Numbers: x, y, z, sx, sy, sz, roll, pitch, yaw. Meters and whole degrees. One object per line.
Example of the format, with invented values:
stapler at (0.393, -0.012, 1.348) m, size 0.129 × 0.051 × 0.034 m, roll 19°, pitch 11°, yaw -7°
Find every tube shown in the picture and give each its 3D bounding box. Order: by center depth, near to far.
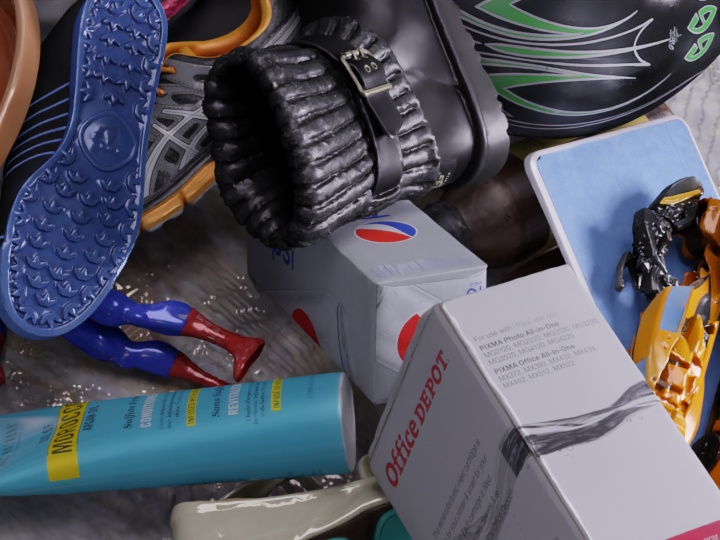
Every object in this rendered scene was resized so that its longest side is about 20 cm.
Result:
tube at (-0.103, 0.086, 1.510) m, size 0.198 × 0.051 × 0.078 m, roll -6°, pitch 20°, yaw 7°

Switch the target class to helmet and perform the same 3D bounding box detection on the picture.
helmet at (0.100, -0.166, 1.651) m, size 0.190 × 0.201 × 0.200 m, roll -18°, pitch 57°, yaw -28°

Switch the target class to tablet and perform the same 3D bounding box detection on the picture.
tablet at (0.170, 0.017, 1.624) m, size 0.130 × 0.014 × 0.201 m, roll -16°, pitch 79°, yaw -40°

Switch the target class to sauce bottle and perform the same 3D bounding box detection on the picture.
sauce bottle at (0.092, -0.041, 1.682) m, size 0.199 × 0.065 × 0.065 m, roll -23°, pitch 60°, yaw -28°

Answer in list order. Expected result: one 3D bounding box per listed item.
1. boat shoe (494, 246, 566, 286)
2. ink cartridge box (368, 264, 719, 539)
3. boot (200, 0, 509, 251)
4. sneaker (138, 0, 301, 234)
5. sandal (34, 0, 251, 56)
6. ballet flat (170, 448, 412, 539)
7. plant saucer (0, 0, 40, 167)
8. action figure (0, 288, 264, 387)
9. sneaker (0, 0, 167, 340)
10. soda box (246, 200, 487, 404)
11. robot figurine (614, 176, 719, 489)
boat shoe at (0.096, 0.048, 1.617) m, size 0.202 × 0.074 × 0.075 m, roll -38°, pitch 109°, yaw -47°
ink cartridge box at (0.096, 0.120, 1.414) m, size 0.083 × 0.146 × 0.201 m, roll -17°, pitch 60°, yaw -26°
boot at (-0.026, -0.119, 1.542) m, size 0.157 × 0.079 × 0.212 m, roll -16°, pitch 69°, yaw -39°
sneaker at (-0.100, -0.081, 1.622) m, size 0.199 × 0.077 × 0.078 m, roll -34°, pitch 20°, yaw -8°
sandal at (-0.132, -0.148, 1.643) m, size 0.199 × 0.045 × 0.075 m, roll -13°, pitch 54°, yaw -22°
ballet flat at (-0.006, 0.123, 1.523) m, size 0.199 × 0.070 × 0.070 m, roll -11°, pitch 55°, yaw -22°
plant saucer at (-0.245, -0.079, 1.578) m, size 0.032 × 0.200 × 0.201 m, roll 39°, pitch 33°, yaw -43°
action figure at (-0.161, 0.033, 1.557) m, size 0.199 × 0.066 × 0.099 m, roll 26°, pitch 41°, yaw 8°
sneaker at (-0.151, -0.051, 1.548) m, size 0.070 × 0.078 × 0.201 m, roll 23°, pitch 67°, yaw -18°
soda box at (0.000, 0.000, 1.565) m, size 0.063 × 0.069 × 0.200 m, roll -8°, pitch 23°, yaw -20°
robot figurine at (0.197, 0.042, 1.585) m, size 0.145 × 0.058 × 0.201 m, roll 35°, pitch 53°, yaw -22°
